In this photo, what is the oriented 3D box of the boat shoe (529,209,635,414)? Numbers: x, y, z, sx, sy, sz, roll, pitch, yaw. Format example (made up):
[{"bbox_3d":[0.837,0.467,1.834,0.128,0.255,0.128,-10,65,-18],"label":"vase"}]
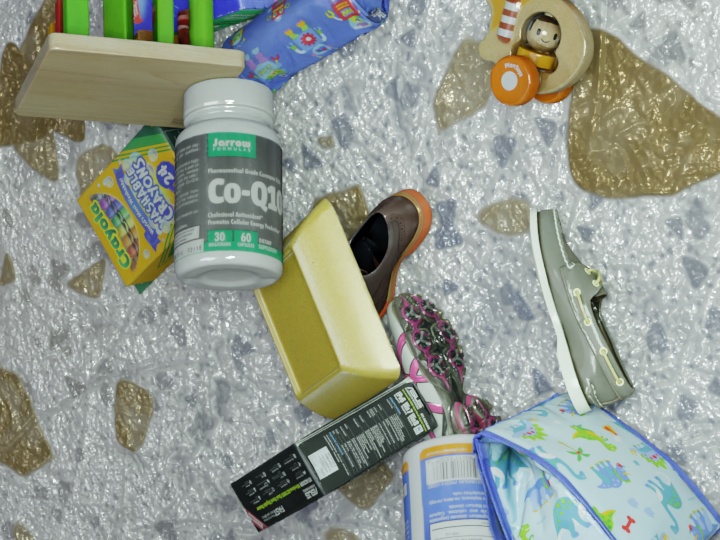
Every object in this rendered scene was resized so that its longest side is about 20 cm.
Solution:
[{"bbox_3d":[0.208,0.033,1.633,0.060,0.072,0.202,-17,79,14],"label":"boat shoe"}]

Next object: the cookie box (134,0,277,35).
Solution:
[{"bbox_3d":[-0.195,-0.341,1.861,0.200,0.075,0.172,-10,94,39],"label":"cookie box"}]

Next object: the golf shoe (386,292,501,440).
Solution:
[{"bbox_3d":[0.070,0.122,1.755,0.092,0.073,0.200,-32,80,39],"label":"golf shoe"}]

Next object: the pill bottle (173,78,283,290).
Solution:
[{"bbox_3d":[-0.136,-0.088,1.761,0.113,0.113,0.201,-16,69,39],"label":"pill bottle"}]

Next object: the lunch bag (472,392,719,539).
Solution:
[{"bbox_3d":[0.209,0.212,1.604,0.200,0.170,0.127,54,125,15],"label":"lunch bag"}]

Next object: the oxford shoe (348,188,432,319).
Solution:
[{"bbox_3d":[0.000,0.000,1.781,0.071,0.072,0.200,41,125,23],"label":"oxford shoe"}]

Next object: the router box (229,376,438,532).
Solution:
[{"bbox_3d":[-0.029,0.191,1.756,0.062,0.150,0.200,59,150,4],"label":"router box"}]

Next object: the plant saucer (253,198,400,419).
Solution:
[{"bbox_3d":[-0.049,0.050,1.794,0.200,0.048,0.200,68,154,10],"label":"plant saucer"}]

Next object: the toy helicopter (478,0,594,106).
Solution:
[{"bbox_3d":[0.148,-0.258,1.613,0.200,0.079,0.132,54,125,21],"label":"toy helicopter"}]

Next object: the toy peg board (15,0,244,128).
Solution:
[{"bbox_3d":[-0.244,-0.232,1.788,0.199,0.199,0.098,146,125,-65],"label":"toy peg board"}]

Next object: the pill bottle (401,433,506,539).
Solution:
[{"bbox_3d":[0.099,0.268,1.637,0.112,0.112,0.200,-26,55,38],"label":"pill bottle"}]

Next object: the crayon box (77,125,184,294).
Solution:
[{"bbox_3d":[-0.247,-0.071,1.975,0.200,0.052,0.126,-42,73,36],"label":"crayon box"}]

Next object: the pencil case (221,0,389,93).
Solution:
[{"bbox_3d":[-0.054,-0.251,1.771,0.200,0.087,0.078,-28,38,38],"label":"pencil case"}]
